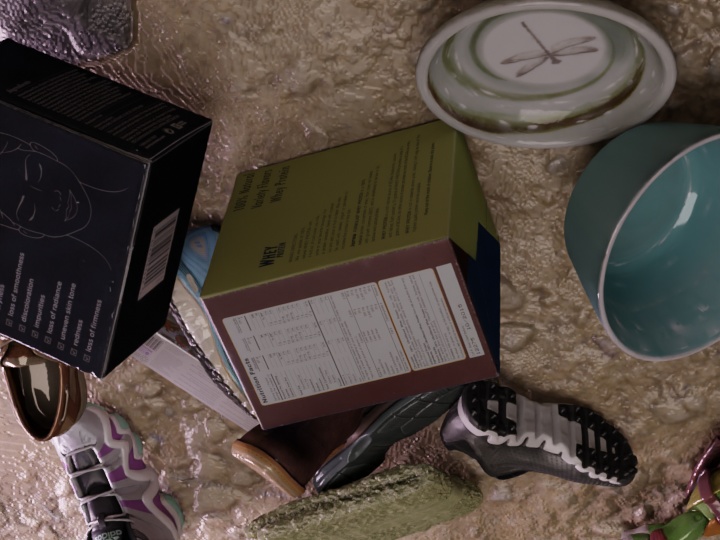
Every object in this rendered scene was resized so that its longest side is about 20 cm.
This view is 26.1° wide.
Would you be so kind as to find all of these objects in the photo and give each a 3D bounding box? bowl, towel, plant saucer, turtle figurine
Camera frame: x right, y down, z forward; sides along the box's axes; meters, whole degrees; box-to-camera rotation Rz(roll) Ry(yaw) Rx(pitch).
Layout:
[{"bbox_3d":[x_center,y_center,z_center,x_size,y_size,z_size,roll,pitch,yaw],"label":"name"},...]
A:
[{"bbox_3d":[0.243,-0.040,1.245,0.200,0.105,0.201,-16,125,-23],"label":"bowl"},{"bbox_3d":[0.004,0.229,1.473,0.200,0.037,0.148,-21,155,19],"label":"towel"},{"bbox_3d":[0.142,-0.165,1.202,0.200,0.050,0.200,2,153,1],"label":"plant saucer"},{"bbox_3d":[0.341,0.265,1.442,0.194,0.144,0.200,-26,114,24],"label":"turtle figurine"}]

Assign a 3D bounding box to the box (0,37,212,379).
[{"bbox_3d":[-0.247,-0.052,1.250,0.196,0.124,0.200,22,117,10],"label":"box"}]

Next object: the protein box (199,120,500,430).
[{"bbox_3d":[0.000,0.000,1.260,0.200,0.199,0.135,-14,120,14],"label":"protein box"}]

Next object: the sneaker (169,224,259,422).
[{"bbox_3d":[-0.105,0.048,1.365,0.090,0.078,0.200,-33,109,-13],"label":"sneaker"}]

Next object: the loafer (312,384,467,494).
[{"bbox_3d":[0.018,0.129,1.428,0.200,0.063,0.072,-43,149,25],"label":"loafer"}]

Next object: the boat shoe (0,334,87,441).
[{"bbox_3d":[-0.290,0.060,1.389,0.076,0.072,0.200,-9,109,10],"label":"boat shoe"}]

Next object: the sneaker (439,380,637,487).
[{"bbox_3d":[0.160,0.161,1.438,0.200,0.067,0.090,20,143,-21],"label":"sneaker"}]

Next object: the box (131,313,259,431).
[{"bbox_3d":[-0.129,0.101,1.434,0.200,0.039,0.041,34,121,-17],"label":"box"}]

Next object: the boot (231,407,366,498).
[{"bbox_3d":[-0.029,0.106,1.318,0.072,0.200,0.167,35,90,9],"label":"boot"}]

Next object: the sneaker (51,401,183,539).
[{"bbox_3d":[-0.238,0.227,1.465,0.078,0.140,0.200,-24,119,20],"label":"sneaker"}]
